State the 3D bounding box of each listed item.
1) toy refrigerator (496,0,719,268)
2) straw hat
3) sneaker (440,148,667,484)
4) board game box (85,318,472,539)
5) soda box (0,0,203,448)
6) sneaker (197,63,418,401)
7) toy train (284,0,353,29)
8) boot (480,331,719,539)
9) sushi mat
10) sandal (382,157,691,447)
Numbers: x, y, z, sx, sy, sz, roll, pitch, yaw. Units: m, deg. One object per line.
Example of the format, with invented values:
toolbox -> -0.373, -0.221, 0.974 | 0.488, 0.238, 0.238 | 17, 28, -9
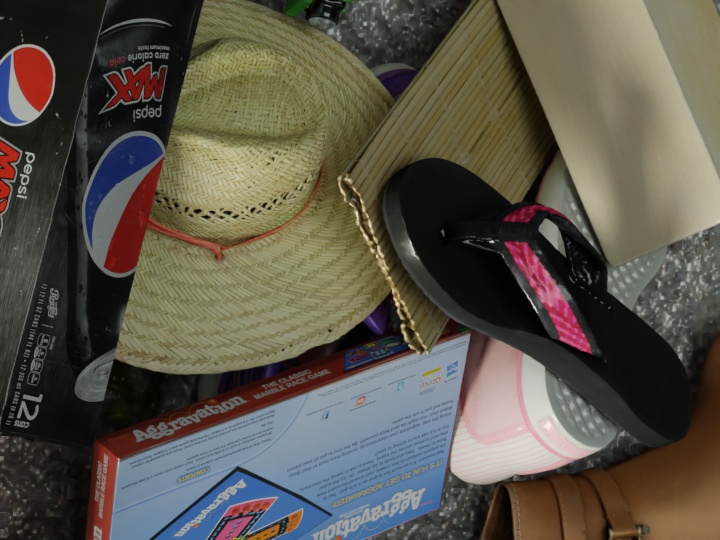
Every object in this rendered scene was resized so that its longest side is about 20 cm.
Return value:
toy refrigerator -> 0.125, -0.111, 1.155 | 0.070, 0.076, 0.201 | -19, 85, -51
straw hat -> -0.061, -0.058, 1.051 | 0.200, 0.085, 0.202 | 4, 69, -11
sneaker -> 0.084, 0.019, 1.183 | 0.075, 0.105, 0.201 | 37, 47, -22
board game box -> -0.035, 0.091, 1.069 | 0.199, 0.019, 0.103 | -18, 129, -38
soda box -> -0.128, -0.033, 0.988 | 0.063, 0.071, 0.201 | 18, 85, -57
sneaker -> 0.000, 0.000, 1.127 | 0.080, 0.083, 0.201 | 27, 80, -24
toy train -> -0.012, -0.210, 1.123 | 0.056, 0.042, 0.201 | 15, 76, -17
boot -> 0.137, 0.113, 1.206 | 0.154, 0.074, 0.201 | 10, 85, -22
sushi mat -> 0.046, -0.054, 1.120 | 0.200, 0.012, 0.096 | -55, 131, -48
sandal -> 0.090, 0.008, 1.080 | 0.200, 0.045, 0.075 | 36, 47, -27
